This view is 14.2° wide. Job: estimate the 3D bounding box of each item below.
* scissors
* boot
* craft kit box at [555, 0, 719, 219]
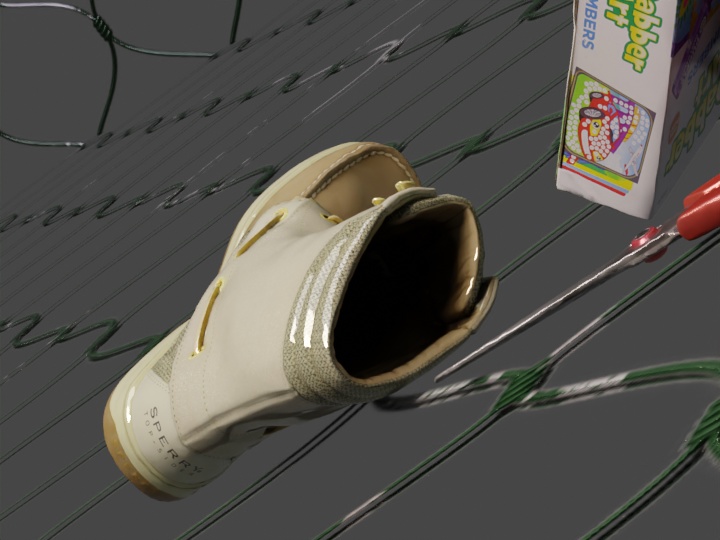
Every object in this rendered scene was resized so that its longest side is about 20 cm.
[{"bbox_3d":[0.110,-0.016,0.982,0.200,0.014,0.073,-32,12,33],"label":"scissors"},{"bbox_3d":[0.000,0.000,1.132,0.154,0.072,0.200,-28,17,48],"label":"boot"},{"bbox_3d":[0.134,-0.154,1.047,0.200,0.048,0.198,-53,-22,-40],"label":"craft kit box"}]
